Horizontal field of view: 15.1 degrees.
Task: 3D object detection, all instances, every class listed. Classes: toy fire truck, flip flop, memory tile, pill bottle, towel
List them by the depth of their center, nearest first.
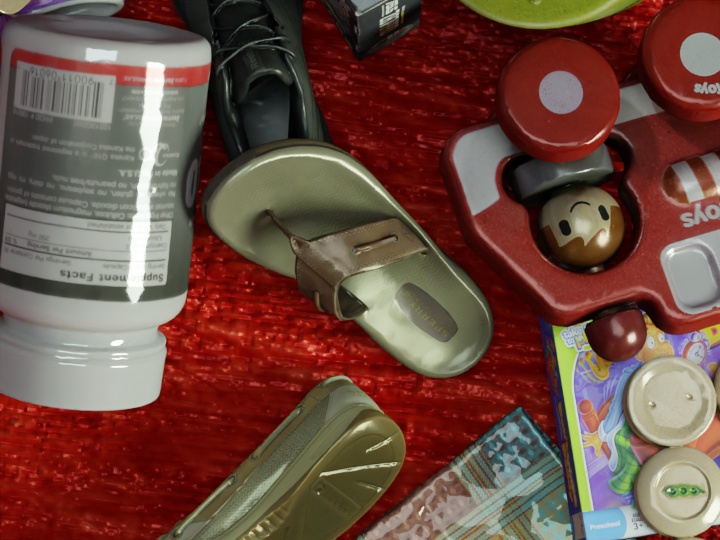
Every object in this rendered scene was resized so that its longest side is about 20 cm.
[{"bbox_3d":[0.154,-0.042,1.476,0.200,0.112,0.168,-17,75,-10],"label":"toy fire truck"},{"bbox_3d":[-0.146,-0.033,1.476,0.114,0.114,0.200,7,102,0],"label":"pill bottle"},{"bbox_3d":[0.000,0.000,1.478,0.081,0.058,0.200,-43,119,12],"label":"flip flop"},{"bbox_3d":[0.246,0.114,1.478,0.200,0.017,0.153,-4,82,-5],"label":"memory tile"},{"bbox_3d":[0.098,0.196,1.523,0.147,0.022,0.200,-39,87,-4],"label":"towel"}]

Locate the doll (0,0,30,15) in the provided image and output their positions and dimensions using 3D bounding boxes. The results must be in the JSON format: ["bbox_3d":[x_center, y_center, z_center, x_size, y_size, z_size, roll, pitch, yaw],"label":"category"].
[{"bbox_3d":[-0.257,-0.165,1.477,0.048,0.200,0.137,-43,113,-37],"label":"doll"}]

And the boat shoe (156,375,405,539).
[{"bbox_3d":[-0.064,0.143,1.509,0.201,0.063,0.073,-47,133,0],"label":"boat shoe"}]

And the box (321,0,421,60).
[{"bbox_3d":[-0.035,-0.218,1.482,0.049,0.161,0.200,-31,86,-4],"label":"box"}]

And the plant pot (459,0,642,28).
[{"bbox_3d":[0.100,-0.209,1.437,0.200,0.193,0.201,2,108,6],"label":"plant pot"}]

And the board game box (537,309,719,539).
[{"bbox_3d":[0.208,0.073,1.512,0.200,0.045,0.135,-8,83,-5],"label":"board game box"}]

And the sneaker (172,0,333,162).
[{"bbox_3d":[-0.060,-0.128,1.511,0.076,0.091,0.200,-20,85,0],"label":"sneaker"}]

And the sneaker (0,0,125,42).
[{"bbox_3d":[-0.223,-0.186,1.513,0.200,0.073,0.114,7,76,0],"label":"sneaker"}]
